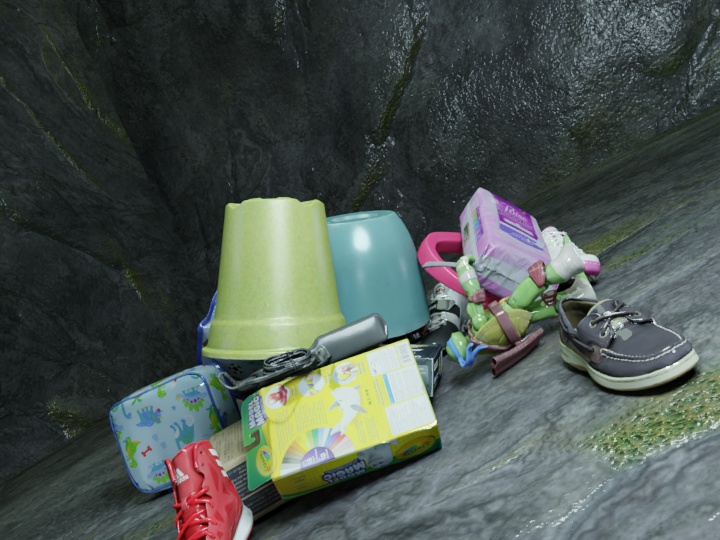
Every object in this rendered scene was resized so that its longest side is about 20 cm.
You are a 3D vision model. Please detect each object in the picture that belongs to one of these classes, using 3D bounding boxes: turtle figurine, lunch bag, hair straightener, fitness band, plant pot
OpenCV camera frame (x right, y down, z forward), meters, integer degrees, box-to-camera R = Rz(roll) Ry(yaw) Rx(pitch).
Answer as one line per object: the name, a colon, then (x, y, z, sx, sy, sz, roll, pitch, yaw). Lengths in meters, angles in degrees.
turtle figurine: (0.183, 0.026, 0.852, 0.190, 0.146, 0.200, -27, 8, 12)
lunch bag: (-0.182, 0.149, 1.119, 0.125, 0.166, 0.203, -70, -2, -45)
lunch bag: (-0.282, 0.248, 1.051, 0.196, 0.164, 0.082, -23, -1, 16)
hair straightener: (-0.058, 0.088, 0.731, 0.195, 0.042, 0.077, -14, -15, -19)
fitness band: (0.168, 0.000, 1.005, 0.197, 0.144, 0.038, 1, -50, -46)
plant pot: (-0.105, 0.008, 0.862, 0.194, 0.190, 0.200, -1, -1, 0)
plant pot: (0.000, 0.000, 1.008, 0.194, 0.166, 0.201, -7, 10, 1)

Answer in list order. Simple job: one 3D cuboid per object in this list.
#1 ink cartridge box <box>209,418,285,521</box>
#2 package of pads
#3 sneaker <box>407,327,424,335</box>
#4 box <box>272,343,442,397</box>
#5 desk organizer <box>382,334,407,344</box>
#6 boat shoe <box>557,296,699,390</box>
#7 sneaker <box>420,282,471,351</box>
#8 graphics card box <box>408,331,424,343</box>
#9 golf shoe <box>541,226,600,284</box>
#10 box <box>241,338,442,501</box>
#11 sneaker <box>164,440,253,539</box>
ink cartridge box: (-0.102, 0.217, 0.825, 0.162, 0.077, 0.200, -26, 3, -10)
package of pads: (0.210, -0.032, 0.980, 0.077, 0.118, 0.201, -57, 11, 27)
sneaker: (0.031, 0.123, 1.139, 0.197, 0.098, 0.078, -18, -24, 42)
box: (0.003, 0.124, 0.855, 0.194, 0.048, 0.159, -1, -1, 11)
desk organizer: (-0.009, 0.155, 1.037, 0.196, 0.073, 0.077, -27, 1, 5)
boat shoe: (0.234, 0.060, 0.632, 0.070, 0.066, 0.200, -25, 4, -4)
sneaker: (0.130, 0.071, 1.076, 0.073, 0.090, 0.199, -22, 7, 32)
graphics card box: (0.032, 0.128, 1.265, 0.196, 0.052, 0.125, -27, 3, 13)
golf shoe: (0.297, -0.024, 1.029, 0.073, 0.095, 0.200, 4, -3, -13)
box: (-0.025, 0.156, 0.696, 0.195, 0.049, 0.119, -17, 42, -1)
sneaker: (-0.155, 0.232, 0.608, 0.077, 0.118, 0.200, -26, 10, -2)
